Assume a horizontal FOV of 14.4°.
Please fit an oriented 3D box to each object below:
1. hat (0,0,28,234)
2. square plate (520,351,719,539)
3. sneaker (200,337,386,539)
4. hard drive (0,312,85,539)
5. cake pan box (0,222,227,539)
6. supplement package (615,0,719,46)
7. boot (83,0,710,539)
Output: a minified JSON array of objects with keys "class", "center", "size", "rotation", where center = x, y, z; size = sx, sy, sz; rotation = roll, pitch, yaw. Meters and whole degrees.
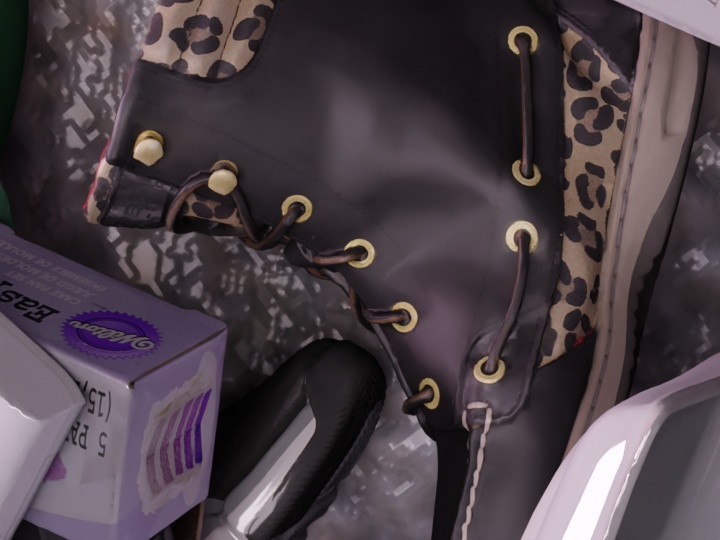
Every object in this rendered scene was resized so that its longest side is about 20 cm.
[{"class":"hat","center":[-0.119,-0.096,0.844],"size":[0.165,0.176,0.200],"rotation":[34,144,9]},{"class":"square plate","center":[0.056,0.106,0.732],"size":[0.028,0.200,0.199],"rotation":[25,104,17]},{"class":"sneaker","center":[-0.089,0.073,0.832],"size":[0.115,0.075,0.200],"rotation":[41,107,9]},{"class":"hard drive","center":[-0.161,0.065,0.752],"size":[0.132,0.026,0.201],"rotation":[40,124,15]},{"class":"cake pan box","center":[-0.130,0.072,0.781],"size":[0.199,0.052,0.185],"rotation":[23,120,25]},{"class":"supplement package","center":[0.063,-0.137,0.650],"size":[0.199,0.117,0.118],"rotation":[26,115,9]},{"class":"boot","center":[0.000,0.000,0.758],"size":[0.150,0.073,0.201],"rotation":[18,82,-5]}]
